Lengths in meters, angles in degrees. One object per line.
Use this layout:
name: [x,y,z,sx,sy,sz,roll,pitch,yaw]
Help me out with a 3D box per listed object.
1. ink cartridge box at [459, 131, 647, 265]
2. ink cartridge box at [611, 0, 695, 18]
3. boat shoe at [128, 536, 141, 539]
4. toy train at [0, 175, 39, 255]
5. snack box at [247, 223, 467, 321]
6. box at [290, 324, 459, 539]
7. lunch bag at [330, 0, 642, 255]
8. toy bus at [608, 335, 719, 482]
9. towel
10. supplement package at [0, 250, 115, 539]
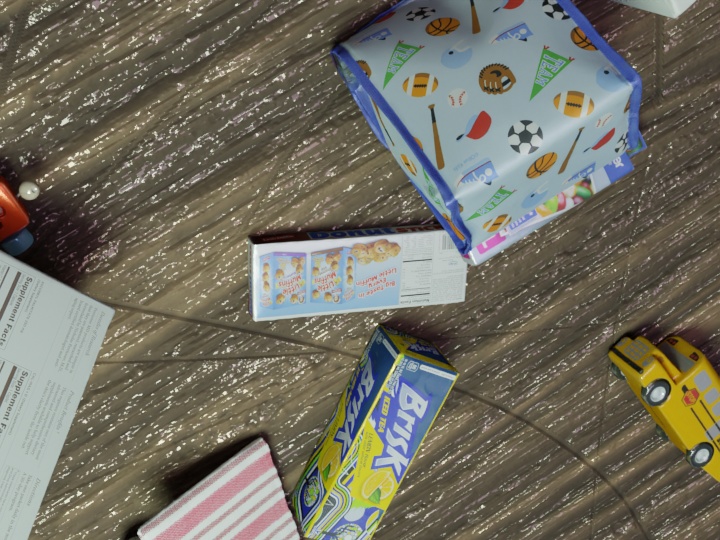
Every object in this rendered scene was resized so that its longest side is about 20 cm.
ink cartridge box: [0.153,-0.106,0.852,0.200,0.042,0.120,-31,103,-7]
ink cartridge box: [0.241,-0.322,0.744,0.200,0.147,0.145,-44,118,2]
boat shoe: [-0.173,0.326,0.929,0.067,0.073,0.201,-29,121,-37]
toy train: [-0.339,-0.075,0.706,0.150,0.056,0.200,-35,121,-3]
snack box: [0.000,0.000,0.866,0.199,0.024,0.072,-5,112,-17]
box: [0.011,0.157,0.914,0.070,0.064,0.201,20,103,-25]
lunch bag: [0.092,-0.142,0.757,0.170,0.200,0.124,-33,155,-3]
toy bus: [0.340,0.139,1.017,0.078,0.065,0.200,-40,118,0]
towel: [-0.121,0.272,0.904,0.146,0.030,0.201,-34,120,-37]
supplement package: [-0.283,0.110,0.691,0.111,0.156,0.201,31,54,-26]
